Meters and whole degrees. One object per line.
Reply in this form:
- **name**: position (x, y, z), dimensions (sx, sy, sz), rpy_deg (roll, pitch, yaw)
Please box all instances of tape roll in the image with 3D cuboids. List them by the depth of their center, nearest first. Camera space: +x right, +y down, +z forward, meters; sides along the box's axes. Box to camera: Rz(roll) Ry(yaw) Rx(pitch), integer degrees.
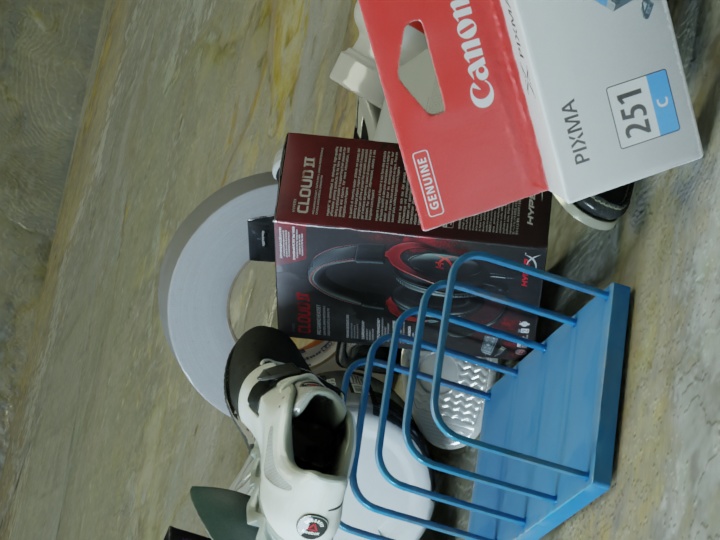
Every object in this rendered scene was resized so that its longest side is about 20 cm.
- **tape roll**: position (-0.060, 0.023, 1.967), dimensions (0.066, 0.199, 0.201), rpy_deg (-139, 68, -73)

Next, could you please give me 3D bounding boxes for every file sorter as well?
- **file sorter**: position (0.071, 0.093, 1.579), dimensions (0.200, 0.122, 0.139), rpy_deg (134, 150, -58)

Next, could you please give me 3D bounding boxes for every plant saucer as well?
- **plant saucer**: position (-0.047, 0.225, 1.790), dimensions (0.039, 0.201, 0.201), rpy_deg (-38, 19, 1)

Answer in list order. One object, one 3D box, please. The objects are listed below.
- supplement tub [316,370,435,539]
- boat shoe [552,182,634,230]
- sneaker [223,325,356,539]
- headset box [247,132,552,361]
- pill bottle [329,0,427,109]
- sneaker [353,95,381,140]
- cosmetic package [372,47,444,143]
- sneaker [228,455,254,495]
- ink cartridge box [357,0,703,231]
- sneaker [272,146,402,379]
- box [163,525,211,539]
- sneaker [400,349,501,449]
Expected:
- **supplement tub**: position (-0.012, 0.141, 1.788), dimensions (0.200, 0.122, 0.123), rpy_deg (-119, 48, -83)
- **boat shoe**: position (0.156, -0.117, 1.602), dimensions (0.068, 0.072, 0.201), rpy_deg (-46, 30, 47)
- **sneaker**: position (-0.037, 0.094, 1.598), dimensions (0.200, 0.074, 0.089), rpy_deg (-106, 35, -47)
- **headset box**: position (0.024, -0.015, 1.641), dimensions (0.149, 0.199, 0.075), rpy_deg (92, -175, -58)
- **pill bottle**: position (0.066, -0.212, 1.883), dimensions (0.201, 0.116, 0.116), rpy_deg (-61, 16, 5)
- **sneaker**: position (0.011, -0.102, 2.093), dimensions (0.201, 0.073, 0.112), rpy_deg (-89, 24, -43)
- **cosmetic package**: position (0.093, -0.111, 1.748), dimensions (0.200, 0.112, 0.082), rpy_deg (164, 122, -70)
- **sneaker**: position (-0.061, 0.169, 2.057), dimensions (0.099, 0.078, 0.201), rpy_deg (137, 146, -55)
- **ink cartridge box**: position (0.098, -0.137, 1.478), dimensions (0.045, 0.175, 0.201), rpy_deg (-134, 27, -73)
- **sneaker**: position (0.000, 0.000, 1.808), dimensions (0.075, 0.200, 0.114), rpy_deg (-21, 37, 29)
- **box**: position (-0.134, 0.332, 2.073), dimensions (0.200, 0.106, 0.123), rpy_deg (-98, 30, -59)
- **sneaker**: position (0.074, 0.030, 1.779), dimensions (0.118, 0.073, 0.202), rpy_deg (23, -117, -74)
